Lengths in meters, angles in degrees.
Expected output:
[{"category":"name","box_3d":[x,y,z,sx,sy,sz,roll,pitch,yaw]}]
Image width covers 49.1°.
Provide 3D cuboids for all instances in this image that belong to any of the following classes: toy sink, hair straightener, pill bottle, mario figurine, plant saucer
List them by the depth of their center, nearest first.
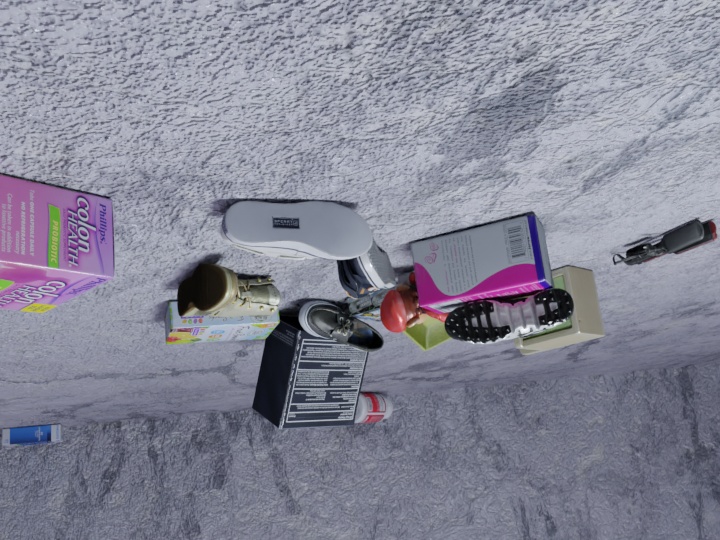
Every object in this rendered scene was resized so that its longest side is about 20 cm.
[{"category":"mario figurine","box_3d":[0.126,0.050,1.351,0.197,0.107,0.124,-24,-160,14]},{"category":"hair straightener","box_3d":[0.507,-0.045,1.360,0.075,0.042,0.199,3,166,-32]},{"category":"plant saucer","box_3d":[0.175,0.069,1.488,0.197,0.049,0.200,-27,155,10]},{"category":"toy sink","box_3d":[0.363,0.084,1.567,0.111,0.134,0.198,8,160,-43]},{"category":"pill bottle","box_3d":[0.035,0.535,3.073,0.111,0.115,0.198,-18,161,37]}]

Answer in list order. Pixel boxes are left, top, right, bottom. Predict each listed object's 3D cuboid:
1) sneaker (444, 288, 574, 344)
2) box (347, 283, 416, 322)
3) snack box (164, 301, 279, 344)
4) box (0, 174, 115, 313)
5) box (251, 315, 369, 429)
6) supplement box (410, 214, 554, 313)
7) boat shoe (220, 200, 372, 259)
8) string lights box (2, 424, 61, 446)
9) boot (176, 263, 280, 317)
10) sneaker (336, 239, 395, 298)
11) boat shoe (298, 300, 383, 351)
[{"category":"sneaker","box_3d":[0.228,0.078,1.216,0.195,0.068,0.091,-12,164,9]},{"category":"box","box_3d":[0.085,0.070,1.561,0.135,0.041,0.198,-18,161,32]},{"category":"snack box","box_3d":[-0.261,0.095,1.471,0.195,0.054,0.142,-2,165,-19]},{"category":"box","box_3d":[-0.407,-0.027,0.884,0.174,0.099,0.198,-19,161,38]},{"category":"box","box_3d":[-0.099,0.207,1.619,0.197,0.203,0.122,7,-173,-40]},{"category":"supplement box","box_3d":[0.188,-0.005,1.217,0.196,0.104,0.103,-12,166,21]},{"category":"boat shoe","box_3d":[-0.083,-0.046,1.015,0.195,0.074,0.066,0,168,-21]},{"category":"string lights box","box_3d":[-1.190,0.602,2.869,0.195,0.060,0.103,-2,165,-17]},{"category":"boot","box_3d":[-0.194,0.036,1.256,0.152,0.074,0.199,3,167,-31]},{"category":"sneaker","box_3d":[0.000,0.000,1.197,0.078,0.080,0.200,-15,165,9]},{"category":"boat shoe","box_3d":[-0.032,0.110,1.533,0.198,0.070,0.056,25,168,-40]}]
